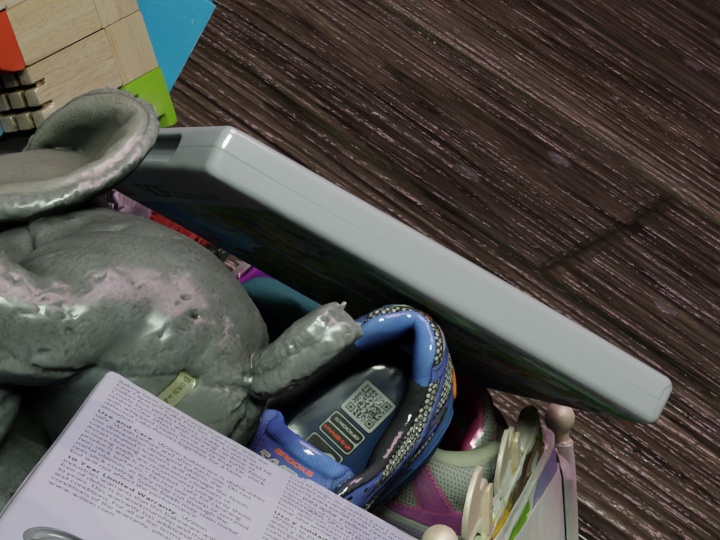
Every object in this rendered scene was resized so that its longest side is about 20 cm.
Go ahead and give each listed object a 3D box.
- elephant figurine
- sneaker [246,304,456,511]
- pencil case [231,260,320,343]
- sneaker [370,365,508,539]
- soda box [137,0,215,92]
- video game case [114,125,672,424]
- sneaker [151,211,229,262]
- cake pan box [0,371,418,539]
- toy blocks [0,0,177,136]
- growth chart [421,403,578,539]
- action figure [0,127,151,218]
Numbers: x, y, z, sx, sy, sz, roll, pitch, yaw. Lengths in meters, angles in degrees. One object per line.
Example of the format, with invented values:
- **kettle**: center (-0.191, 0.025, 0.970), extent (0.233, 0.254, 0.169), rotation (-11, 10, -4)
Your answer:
- **elephant figurine**: center (-0.112, 0.004, 0.912), extent (0.154, 0.142, 0.200), rotation (20, 24, -21)
- **sneaker**: center (-0.036, 0.083, 0.922), extent (0.075, 0.200, 0.079), rotation (33, -22, 7)
- **pencil case**: center (-0.069, 0.041, 1.084), extent (0.200, 0.085, 0.093), rotation (-15, 91, -64)
- **sneaker**: center (0.029, 0.089, 1.056), extent (0.082, 0.088, 0.200), rotation (57, 8, 35)
- **soda box**: center (-0.170, -0.146, 1.209), extent (0.199, 0.068, 0.064), rotation (26, 14, -16)
- **video game case**: center (0.000, 0.000, 1.011), extent (0.199, 0.022, 0.182), rotation (29, -7, -20)
- **sneaker**: center (-0.156, -0.055, 1.250), extent (0.199, 0.080, 0.096), rotation (28, 7, -32)
- **cake pan box**: center (-0.016, 0.120, 0.719), extent (0.199, 0.052, 0.184), rotation (29, 21, -2)
- **toy blocks**: center (-0.161, -0.127, 1.040), extent (0.099, 0.201, 0.137), rotation (-5, 20, 37)
- **growth chart**: center (0.060, 0.126, 1.014), extent (0.018, 0.146, 0.200), rotation (2, 14, 18)
- **action figure**: center (-0.178, -0.037, 1.090), extent (0.192, 0.105, 0.200), rotation (7, 11, -11)
